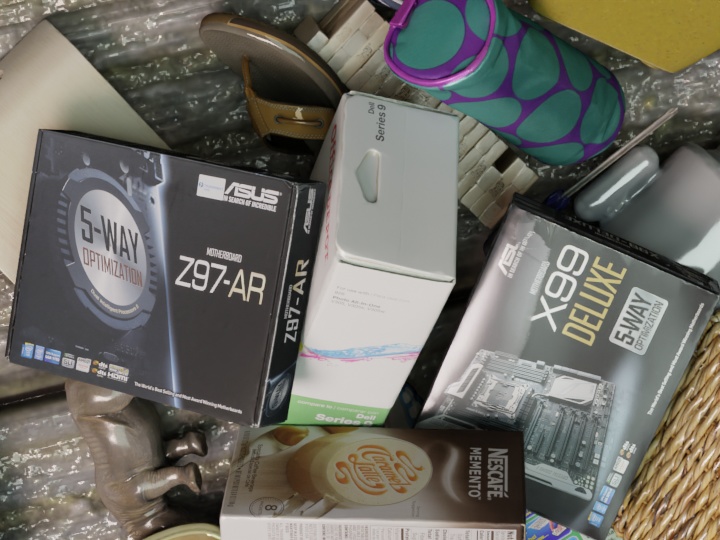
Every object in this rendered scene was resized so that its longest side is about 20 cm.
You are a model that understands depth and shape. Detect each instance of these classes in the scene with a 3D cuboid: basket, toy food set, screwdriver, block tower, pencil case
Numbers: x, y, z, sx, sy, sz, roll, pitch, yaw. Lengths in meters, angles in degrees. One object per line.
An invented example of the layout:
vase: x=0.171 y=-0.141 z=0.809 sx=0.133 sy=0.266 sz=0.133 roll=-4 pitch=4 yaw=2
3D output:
basket: x=0.293 y=0.149 z=1.399 sx=0.142 sy=0.149 sz=0.201 roll=7 pitch=120 yaw=-41
toy food set: x=-0.202 y=-0.053 z=1.351 sx=0.143 sy=0.060 sz=0.200 roll=-45 pitch=107 yaw=-4
screwdriver: x=0.158 y=-0.063 z=1.380 sx=0.028 sy=0.029 sz=0.200 roll=44 pitch=125 yaw=-8
block tower: x=0.043 y=-0.116 z=1.375 sx=0.200 sy=0.054 sz=0.058 roll=42 pitch=96 yaw=-20
pencil case: x=0.100 y=-0.135 z=1.306 sx=0.085 sy=0.092 sz=0.200 roll=-52 pitch=144 yaw=10

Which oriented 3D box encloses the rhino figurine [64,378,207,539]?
rhino figurine: x=-0.158 y=0.144 z=1.419 sx=0.087 sy=0.060 sz=0.201 roll=-10 pitch=111 yaw=14

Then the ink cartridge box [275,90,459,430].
ink cartridge box: x=0.000 y=0.000 z=1.309 sx=0.087 sy=0.146 sz=0.200 roll=10 pitch=142 yaw=-9

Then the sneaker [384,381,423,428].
sneaker: x=0.035 y=0.179 z=1.439 sx=0.086 sy=0.075 sz=0.201 roll=-19 pitch=85 yaw=9

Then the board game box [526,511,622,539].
board game box: x=0.172 y=0.172 z=1.505 sx=0.199 sy=0.029 sz=0.135 roll=-32 pitch=109 yaw=1

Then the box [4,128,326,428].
box: x=-0.130 y=0.002 z=1.265 sx=0.199 sy=0.043 sz=0.161 roll=13 pitch=97 yaw=23

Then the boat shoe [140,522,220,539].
boat shoe: x=-0.165 y=0.253 z=1.418 sx=0.200 sy=0.063 sz=0.073 roll=-30 pitch=127 yaw=23

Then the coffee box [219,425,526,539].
coffee box: x=0.012 y=0.166 z=1.298 sx=0.198 sy=0.115 sz=0.080 roll=1 pitch=119 yaw=3

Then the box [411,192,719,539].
box: x=0.139 y=0.067 z=1.351 sx=0.157 sy=0.050 sz=0.201 roll=24 pitch=105 yaw=1

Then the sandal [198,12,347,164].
sandal: x=-0.042 y=-0.100 z=1.349 sx=0.200 sy=0.081 sz=0.055 roll=51 pitch=59 yaw=-27

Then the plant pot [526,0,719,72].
plant pot: x=0.196 y=-0.254 z=1.292 sx=0.194 sy=0.195 sz=0.201 roll=22 pitch=112 yaw=-16

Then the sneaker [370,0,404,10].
sneaker: x=0.018 y=-0.270 z=1.291 sx=0.070 sy=0.109 sz=0.201 roll=-12 pitch=109 yaw=-7

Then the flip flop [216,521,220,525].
flip flop: x=-0.041 y=0.182 z=1.412 sx=0.081 sy=0.058 sz=0.200 roll=20 pitch=134 yaw=-39

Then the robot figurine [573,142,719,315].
robot figurine: x=0.233 y=-0.012 z=1.410 sx=0.200 sy=0.113 sz=0.170 roll=-43 pitch=100 yaw=5
